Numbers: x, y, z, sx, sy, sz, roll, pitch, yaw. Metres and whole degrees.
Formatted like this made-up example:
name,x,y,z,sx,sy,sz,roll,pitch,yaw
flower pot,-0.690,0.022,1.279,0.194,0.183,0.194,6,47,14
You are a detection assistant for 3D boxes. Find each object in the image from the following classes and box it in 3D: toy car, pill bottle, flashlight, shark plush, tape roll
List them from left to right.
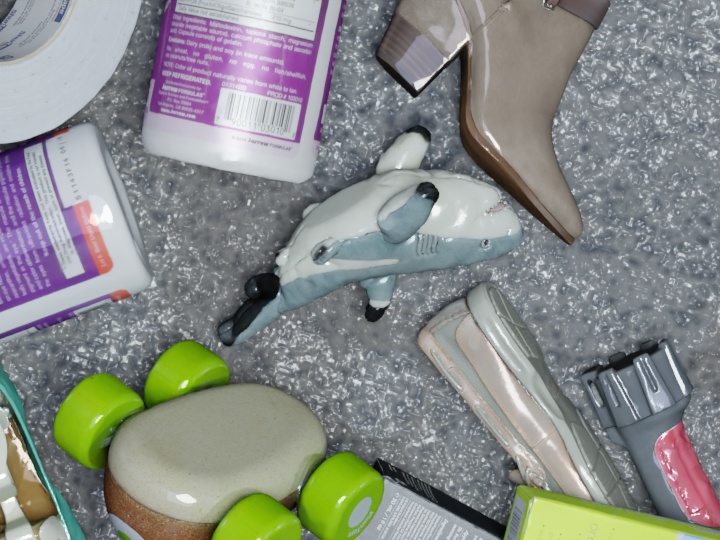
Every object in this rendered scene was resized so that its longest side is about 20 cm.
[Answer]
name,x,y,z,sx,sy,sz,roll,pitch,yaw
pill bottle,-0.238,-0.008,1.268,0.199,0.111,0.112,-20,95,-2
tape roll,-0.228,-0.179,1.225,0.199,0.066,0.202,-13,111,-38
toy car,-0.104,0.177,1.279,0.164,0.157,0.201,33,122,27
pill bottle,-0.065,-0.162,1.266,0.111,0.112,0.202,11,93,-4
shark plush,0.000,0.000,1.284,0.199,0.091,0.083,-35,117,3
flashlight,0.220,0.142,1.329,0.067,0.068,0.201,-27,95,-27

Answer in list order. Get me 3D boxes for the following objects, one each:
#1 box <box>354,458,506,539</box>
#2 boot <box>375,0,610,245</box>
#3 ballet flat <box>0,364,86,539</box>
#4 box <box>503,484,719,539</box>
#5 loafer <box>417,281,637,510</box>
name,x,y,z,sx,sy,sz,roll,pitch,yaw
box,0.026,0.245,1.319,0.140,0.079,0.201,29,92,-3
boot,0.111,-0.136,1.302,0.200,0.070,0.146,45,84,-11
ballet flat,-0.224,0.146,1.301,0.067,0.070,0.201,-23,96,-2
box,0.180,0.214,1.270,0.198,0.048,0.123,14,94,-9
loafer,0.110,0.105,1.325,0.063,0.072,0.201,-32,89,16
